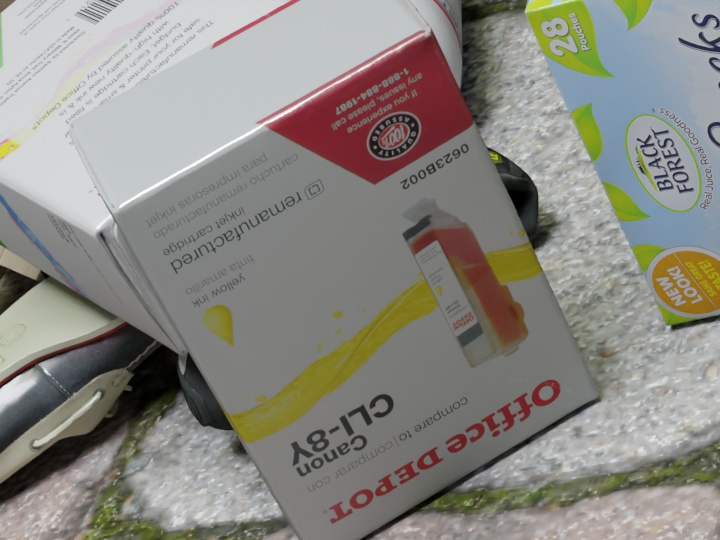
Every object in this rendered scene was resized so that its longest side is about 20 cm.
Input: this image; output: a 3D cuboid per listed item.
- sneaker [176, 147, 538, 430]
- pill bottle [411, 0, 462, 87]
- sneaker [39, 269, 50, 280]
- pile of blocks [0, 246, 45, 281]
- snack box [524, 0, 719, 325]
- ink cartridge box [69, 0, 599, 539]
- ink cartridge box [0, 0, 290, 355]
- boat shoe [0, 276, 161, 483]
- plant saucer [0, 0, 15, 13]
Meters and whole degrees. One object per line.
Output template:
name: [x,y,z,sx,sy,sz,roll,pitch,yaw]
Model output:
sneaker: [0.000,0.000,1.194,0.084,0.075,0.200,14,51,48]
pill bottle: [-0.002,-0.121,1.341,0.108,0.109,0.200,-19,32,15]
sneaker: [-0.112,-0.052,1.345,0.076,0.091,0.200,-14,32,25]
pile of blocks: [-0.155,-0.048,1.417,0.062,0.082,0.200,23,56,3]
snack box: [0.190,-0.076,1.065,0.199,0.169,0.068,-13,33,26]
ink cartridge box: [-0.007,-0.001,1.081,0.145,0.200,0.083,-30,34,-4]
ink cartridge box: [-0.099,-0.064,1.201,0.145,0.084,0.200,-43,38,-16]
boat shoe: [-0.147,0.052,1.244,0.200,0.063,0.071,-33,29,-9]
plant saucer: [-0.126,-0.155,1.464,0.199,0.030,0.200,-15,-11,-3]
